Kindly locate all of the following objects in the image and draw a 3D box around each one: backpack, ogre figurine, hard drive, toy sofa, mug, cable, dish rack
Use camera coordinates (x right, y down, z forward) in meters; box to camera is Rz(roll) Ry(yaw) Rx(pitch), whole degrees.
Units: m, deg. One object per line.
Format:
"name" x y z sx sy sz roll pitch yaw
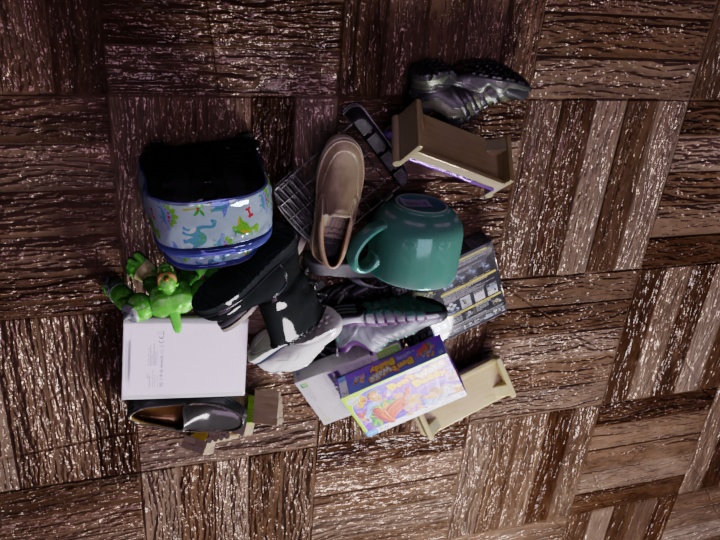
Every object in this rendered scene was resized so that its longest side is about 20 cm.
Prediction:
"backpack" -0.208 -0.087 0.955 0.180 0.200 0.149 -9 120 -15
"ogre figurine" -0.282 0.026 1.038 0.197 0.120 0.100 6 115 -22
"hard drive" -0.286 0.141 1.131 0.196 0.026 0.135 1 98 -21
"toy sofa" 0.191 0.239 1.345 0.197 0.098 0.084 -26 94 -5
"toy sofa" 0.134 -0.177 1.063 0.197 0.084 0.097 13 155 -31
"mug" 0.081 -0.049 1.092 0.150 0.185 0.116 19 116 22
"cable" -0.006 0.113 1.221 0.161 0.051 0.202 -23 123 -7
"dish rack" -0.033 -0.139 1.078 0.199 0.055 0.154 -39 121 6

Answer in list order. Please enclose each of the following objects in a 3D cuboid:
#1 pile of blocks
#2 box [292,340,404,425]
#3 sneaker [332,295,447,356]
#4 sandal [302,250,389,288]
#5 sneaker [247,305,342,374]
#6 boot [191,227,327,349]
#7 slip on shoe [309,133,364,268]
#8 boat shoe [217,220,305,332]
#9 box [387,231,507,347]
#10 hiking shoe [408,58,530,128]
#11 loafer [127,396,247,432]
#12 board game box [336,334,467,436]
"pile of blocks" -0.223 0.264 1.231 0.197 0.083 0.062 -22 166 4
"box" -0.004 0.196 1.241 0.197 0.037 0.145 -20 133 7
"sneaker" 0.048 0.096 1.164 0.196 0.075 0.089 -3 113 -1
"sandal" 0.000 0.000 1.154 0.196 0.076 0.044 5 114 -10
"sneaker" -0.097 0.119 1.152 0.198 0.077 0.080 -24 128 35
"boot" -0.141 0.050 1.027 0.198 0.073 0.164 -42 135 -27
"slip on shoe" -0.035 -0.099 1.032 0.075 0.061 0.203 6 117 -20
"boat shoe" -0.172 0.007 1.100 0.063 0.073 0.201 39 95 -24
"box" 0.157 0.044 1.243 0.197 0.049 0.163 -25 124 -5
"hiking shoe" 0.164 -0.269 1.075 0.196 0.076 0.102 1 129 -12
"loafer" -0.289 0.244 1.154 0.196 0.072 0.074 8 110 -8
"board game box" 0.074 0.205 1.214 0.197 0.045 0.135 -25 133 7
